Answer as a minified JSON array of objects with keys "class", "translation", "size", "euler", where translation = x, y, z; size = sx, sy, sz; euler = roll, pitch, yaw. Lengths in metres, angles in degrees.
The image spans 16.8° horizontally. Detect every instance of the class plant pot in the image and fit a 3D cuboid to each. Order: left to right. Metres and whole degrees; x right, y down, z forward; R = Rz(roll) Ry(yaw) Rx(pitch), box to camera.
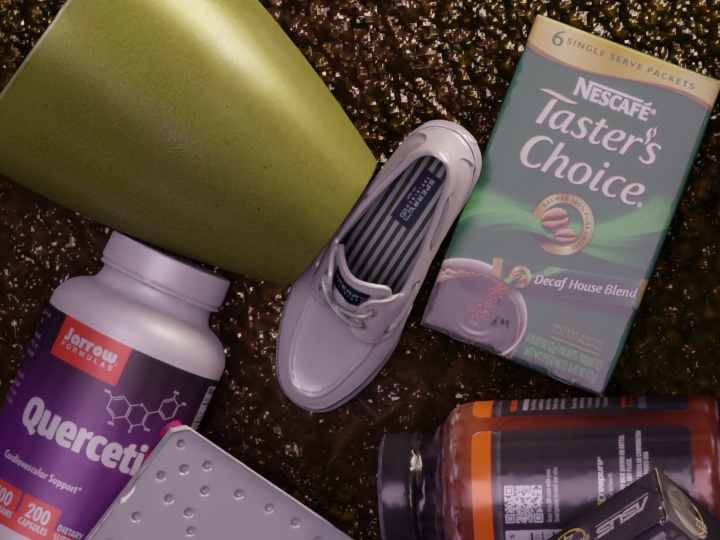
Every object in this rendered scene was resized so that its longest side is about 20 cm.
[{"class":"plant pot","translation":[-0.097,-0.085,1.429],"size":[0.200,0.187,0.187],"euler":[36,93,-8]}]

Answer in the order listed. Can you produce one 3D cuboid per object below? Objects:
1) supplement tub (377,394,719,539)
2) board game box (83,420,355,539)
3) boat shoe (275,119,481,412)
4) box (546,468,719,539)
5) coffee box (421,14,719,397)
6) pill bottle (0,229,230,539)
[{"class":"supplement tub","translation":[0.112,0.126,1.413],"size":[0.199,0.107,0.107],"euler":[-2,88,8]},{"class":"board game box","translation":[-0.096,0.213,1.427],"size":[0.200,0.026,0.200],"euler":[37,93,-27]},{"class":"boat shoe","translation":[0.000,0.000,1.430],"size":[0.073,0.067,0.201],"euler":[29,109,8]},{"class":"box","translation":[0.140,0.216,1.369],"size":[0.200,0.049,0.161],"euler":[-36,119,22]},{"class":"coffee box","translation":[0.125,-0.039,1.448],"size":[0.123,0.044,0.201],"euler":[22,91,9]},{"class":"pill bottle","translation":[-0.152,0.082,1.447],"size":[0.112,0.112,0.201],"euler":[24,91,8]}]
